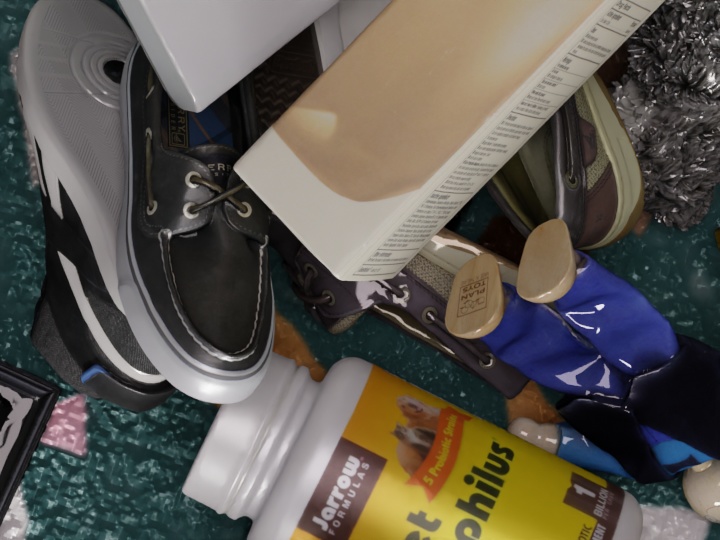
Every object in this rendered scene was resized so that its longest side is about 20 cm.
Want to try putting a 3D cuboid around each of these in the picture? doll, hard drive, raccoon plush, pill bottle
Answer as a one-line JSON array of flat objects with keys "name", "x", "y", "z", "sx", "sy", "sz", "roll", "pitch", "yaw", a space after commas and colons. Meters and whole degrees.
[{"name": "doll", "x": 0.122, "y": 0.056, "z": 1.392, "sx": 0.136, "sy": 0.049, "sz": 0.200, "roll": -27, "pitch": 131, "yaw": 29}, {"name": "hard drive", "x": -0.032, "y": -0.181, "z": 1.325, "sx": 0.200, "sy": 0.026, "sz": 0.132, "roll": -40, "pitch": 120, "yaw": -22}, {"name": "raccoon plush", "x": 0.176, "y": -0.086, "z": 1.380, "sx": 0.097, "sy": 0.200, "sz": 0.134, "roll": 7, "pitch": 86, "yaw": -29}, {"name": "pill bottle", "x": 0.022, "y": 0.112, "z": 1.393, "sx": 0.200, "sy": 0.109, "sz": 0.109, "roll": 26, "pitch": 87, "yaw": -1}]

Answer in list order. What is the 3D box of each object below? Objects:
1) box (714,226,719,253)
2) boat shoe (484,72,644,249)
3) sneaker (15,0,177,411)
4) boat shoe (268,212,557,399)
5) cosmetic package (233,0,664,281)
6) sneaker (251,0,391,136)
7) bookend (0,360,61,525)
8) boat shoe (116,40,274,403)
[{"name": "box", "x": 0.294, "y": 0.043, "z": 1.403, "sx": 0.199, "sy": 0.122, "sz": 0.193, "roll": -16, "pitch": 89, "yaw": -3}, {"name": "boat shoe", "x": 0.063, "y": -0.100, "z": 1.386, "sx": 0.072, "sy": 0.066, "sz": 0.201, "roll": -31, "pitch": 81, "yaw": 31}, {"name": "sneaker", "x": -0.133, "y": -0.025, "z": 1.414, "sx": 0.073, "sy": 0.112, "sz": 0.200, "roll": 0, "pitch": 53, "yaw": -30}, {"name": "boat shoe", "x": 0.000, "y": 0.000, "z": 1.418, "sx": 0.200, "sy": 0.072, "sz": 0.065, "roll": 24, "pitch": 82, "yaw": -7}, {"name": "cosmetic package", "x": 0.047, "y": -0.089, "z": 1.306, "sx": 0.200, "sy": 0.105, "sz": 0.071, "roll": -46, "pitch": 80, "yaw": 9}, {"name": "sneaker", "x": -0.016, "y": -0.142, "z": 1.435, "sx": 0.073, "sy": 0.085, "sz": 0.201, "roll": -15, "pitch": 70, "yaw": 40}, {"name": "bookend", "x": -0.248, "y": 0.052, "z": 1.340, "sx": 0.198, "sy": 0.200, "sz": 0.092, "roll": 24, "pitch": 87, "yaw": 0}, {"name": "boat shoe", "x": -0.073, "y": -0.037, "z": 1.335, "sx": 0.068, "sy": 0.057, "sz": 0.200, "roll": 4, "pitch": 54, "yaw": -22}]
